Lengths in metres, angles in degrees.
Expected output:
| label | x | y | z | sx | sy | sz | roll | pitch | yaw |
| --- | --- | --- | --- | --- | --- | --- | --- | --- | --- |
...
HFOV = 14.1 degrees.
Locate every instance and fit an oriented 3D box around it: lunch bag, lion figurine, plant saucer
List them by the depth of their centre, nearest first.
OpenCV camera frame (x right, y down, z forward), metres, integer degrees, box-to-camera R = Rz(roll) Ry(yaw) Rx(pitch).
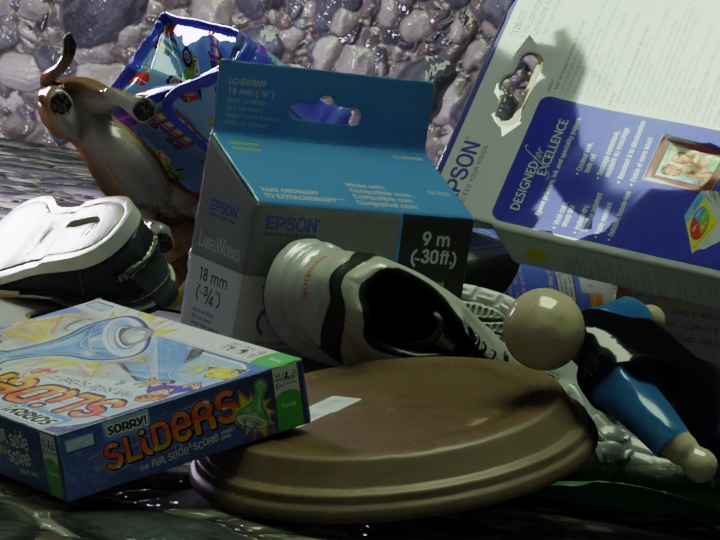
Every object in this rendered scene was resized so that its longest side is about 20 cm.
| label | x | y | z | sx | sy | sz | roll | pitch | yaw |
| --- | --- | --- | --- | --- | --- | --- | --- | --- | --- |
| plant saucer | 0.015 | 0.078 | 1.406 | 0.199 | 0.030 | 0.200 | -6 | 14 | 1 |
| lion figurine | -0.153 | -0.068 | 1.823 | 0.072 | 0.200 | 0.122 | -32 | 21 | -15 |
| lunch bag | -0.054 | -0.090 | 1.827 | 0.151 | 0.094 | 0.200 | 41 | -19 | -22 |

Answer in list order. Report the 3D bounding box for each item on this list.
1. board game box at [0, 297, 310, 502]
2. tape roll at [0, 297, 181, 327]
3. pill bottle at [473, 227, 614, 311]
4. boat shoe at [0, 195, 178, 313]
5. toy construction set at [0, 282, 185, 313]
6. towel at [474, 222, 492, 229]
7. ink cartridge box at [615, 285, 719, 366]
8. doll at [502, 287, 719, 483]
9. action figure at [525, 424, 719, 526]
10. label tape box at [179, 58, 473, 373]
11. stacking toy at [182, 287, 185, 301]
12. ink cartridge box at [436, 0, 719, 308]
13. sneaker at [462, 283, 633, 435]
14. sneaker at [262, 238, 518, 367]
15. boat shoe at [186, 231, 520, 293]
| label | x | y | z | sx | sy | sz | roll | pitch | yaw |
| --- | --- | --- | --- | --- | --- | --- | --- | --- | --- |
| board game box | -0.135 | 0.060 | 1.416 | 0.135 | 0.035 | 0.200 | -17 | 17 | -32 |
| tape roll | -0.147 | 0.048 | 1.723 | 0.202 | 0.037 | 0.203 | 8 | 5 | -1 |
| pill bottle | 0.050 | 0.027 | 1.807 | 0.200 | 0.112 | 0.112 | 4 | 6 | -32 |
| boat shoe | -0.181 | -0.003 | 1.787 | 0.068 | 0.072 | 0.200 | 47 | -23 | -26 |
| toy construction set | -0.154 | 0.003 | 1.986 | 0.131 | 0.092 | 0.200 | 9 | 16 | 23 |
| towel | 0.082 | -0.008 | 1.913 | 0.200 | 0.037 | 0.148 | -23 | -35 | 15 |
| ink cartridge box | 0.246 | 0.009 | 1.796 | 0.147 | 0.201 | 0.145 | 9 | 4 | 20 |
| doll | 0.155 | 0.065 | 1.410 | 0.200 | 0.048 | 0.137 | 31 | 24 | -19 |
| action figure | 0.090 | 0.093 | 1.501 | 0.199 | 0.055 | 0.118 | 3 | 9 | 2 |
| label tape box | -0.017 | -0.006 | 1.580 | 0.144 | 0.201 | 0.063 | 3 | 10 | -33 |
| stacking toy | -0.059 | 0.028 | 1.915 | 0.085 | 0.086 | 0.200 | 8 | -2 | 8 |
| ink cartridge box | 0.163 | -0.081 | 1.705 | 0.199 | 0.198 | 0.047 | 13 | -30 | 21 |
| sneaker | 0.121 | 0.069 | 1.674 | 0.200 | 0.078 | 0.099 | 21 | -19 | 12 |
| sneaker | 0.040 | 0.050 | 1.539 | 0.200 | 0.074 | 0.080 | 30 | -15 | -34 |
| boat shoe | -0.001 | 0.001 | 1.684 | 0.201 | 0.065 | 0.075 | -10 | -33 | -24 |
